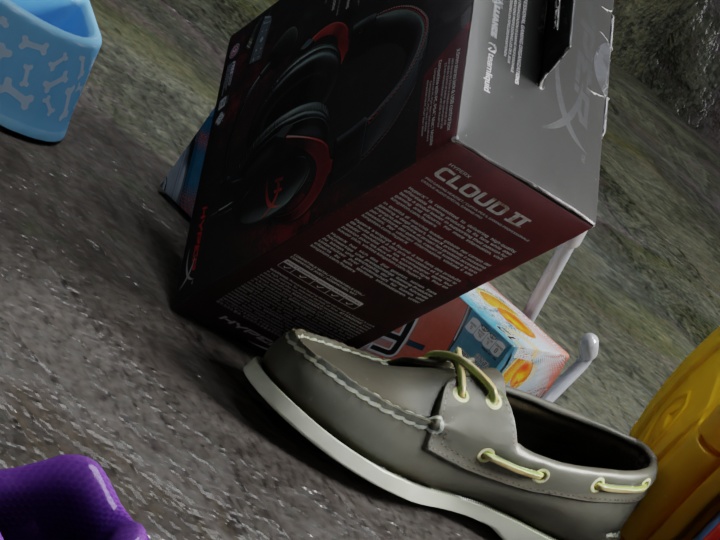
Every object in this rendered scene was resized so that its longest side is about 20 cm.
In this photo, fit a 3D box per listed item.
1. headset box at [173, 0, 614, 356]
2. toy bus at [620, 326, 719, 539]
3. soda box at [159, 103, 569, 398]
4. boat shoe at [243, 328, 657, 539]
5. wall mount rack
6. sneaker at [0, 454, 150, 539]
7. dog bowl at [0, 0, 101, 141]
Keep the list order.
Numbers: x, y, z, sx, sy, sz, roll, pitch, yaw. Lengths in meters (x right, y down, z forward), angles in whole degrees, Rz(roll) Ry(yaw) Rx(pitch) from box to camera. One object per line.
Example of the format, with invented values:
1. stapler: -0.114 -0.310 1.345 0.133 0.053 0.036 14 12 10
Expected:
1. headset box: 0.021 -0.064 0.801 0.075 0.200 0.149 29 53 -29
2. toy bus: 0.205 0.135 0.887 0.200 0.136 0.192 40 26 4
3. soda box: 0.000 0.000 0.928 0.200 0.064 0.068 43 14 26
4. boat shoe: 0.041 0.065 0.817 0.201 0.060 0.072 28 15 -33
5. wall mount rack: 0.053 -0.008 0.984 0.200 0.075 0.174 43 -10 23
6. sneaker: -0.115 0.058 0.376 0.200 0.089 0.081 20 22 -48
7. dog bowl: -0.179 -0.131 0.944 0.111 0.050 0.200 31 14 -25
